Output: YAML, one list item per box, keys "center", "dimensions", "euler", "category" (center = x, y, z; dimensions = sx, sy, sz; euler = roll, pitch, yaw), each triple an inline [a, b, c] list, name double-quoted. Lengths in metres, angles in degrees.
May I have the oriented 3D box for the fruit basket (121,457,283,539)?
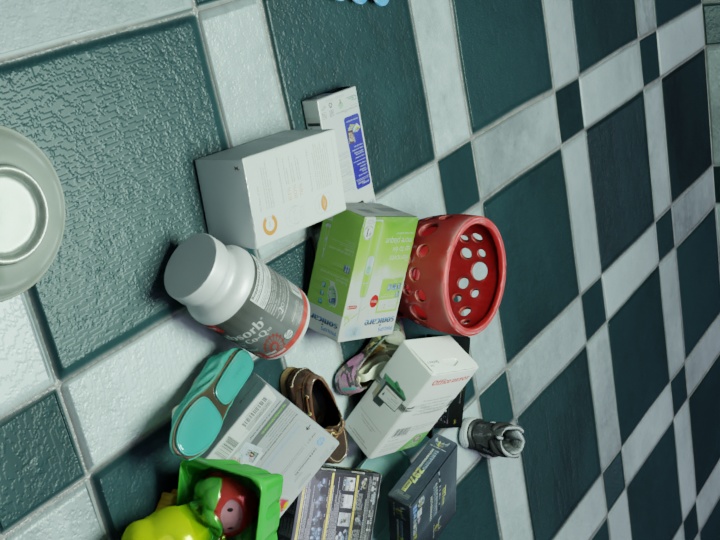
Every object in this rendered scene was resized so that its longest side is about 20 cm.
- center: [-0.205, 0.351, 1.214]
  dimensions: [0.215, 0.154, 0.219]
  euler: [-29, 124, -56]
  category: "fruit basket"

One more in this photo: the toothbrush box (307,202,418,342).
- center: [0.000, 0.000, 1.490]
  dimensions: [0.145, 0.085, 0.203]
  euler: [-3, 111, -52]
  category: "toothbrush box"

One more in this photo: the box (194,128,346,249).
- center: [-0.124, -0.121, 1.342]
  dimensions: [0.199, 0.097, 0.126]
  euler: [-27, 115, -48]
  category: "box"

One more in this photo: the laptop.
- center: [0.168, 0.212, 1.739]
  dimensions: [0.198, 0.102, 0.180]
  euler: [8, 88, -44]
  category: "laptop"

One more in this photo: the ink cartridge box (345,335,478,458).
- center: [0.085, 0.209, 1.571]
  dimensions: [0.145, 0.084, 0.201]
  euler: [-1, 131, -52]
  category: "ink cartridge box"

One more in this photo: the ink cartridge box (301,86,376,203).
- center: [-0.032, -0.184, 1.500]
  dimensions: [0.099, 0.039, 0.203]
  euler: [-29, 115, -46]
  category: "ink cartridge box"

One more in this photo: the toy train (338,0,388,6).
- center: [0.013, -0.490, 1.494]
  dimensions: [0.199, 0.086, 0.116]
  euler: [-12, 94, -48]
  category: "toy train"

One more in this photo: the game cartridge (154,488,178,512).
- center: [-0.246, 0.422, 1.300]
  dimensions: [0.176, 0.032, 0.202]
  euler: [43, 59, -45]
  category: "game cartridge"

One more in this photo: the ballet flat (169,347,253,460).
- center: [-0.214, 0.184, 1.273]
  dimensions: [0.068, 0.070, 0.201]
  euler: [57, 39, -23]
  category: "ballet flat"

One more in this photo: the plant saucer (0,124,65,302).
- center: [-0.403, -0.062, 1.034]
  dimensions: [0.199, 0.050, 0.203]
  euler: [-6, 98, -51]
  category: "plant saucer"

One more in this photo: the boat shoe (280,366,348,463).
- center: [-0.061, 0.237, 1.482]
  dimensions: [0.071, 0.070, 0.201]
  euler: [-54, 133, -34]
  category: "boat shoe"

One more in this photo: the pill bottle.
- center: [-0.168, 0.036, 1.288]
  dimensions: [0.200, 0.115, 0.117]
  euler: [38, 65, -46]
  category: "pill bottle"

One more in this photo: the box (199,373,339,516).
- center: [-0.138, 0.262, 1.366]
  dimensions: [0.156, 0.041, 0.200]
  euler: [-50, 132, -7]
  category: "box"

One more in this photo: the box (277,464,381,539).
- center: [-0.054, 0.415, 1.494]
  dimensions: [0.160, 0.049, 0.203]
  euler: [14, 82, -37]
  category: "box"

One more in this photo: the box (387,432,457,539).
- center: [0.111, 0.408, 1.637]
  dimensions: [0.158, 0.051, 0.202]
  euler: [-44, 145, -39]
  category: "box"

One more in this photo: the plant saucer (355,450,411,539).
- center: [0.025, 0.403, 1.634]
  dimensions: [0.199, 0.036, 0.203]
  euler: [-9, 101, -51]
  category: "plant saucer"

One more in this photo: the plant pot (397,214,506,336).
- center: [0.126, 0.004, 1.603]
  dimensions: [0.199, 0.181, 0.204]
  euler: [-6, 98, -51]
  category: "plant pot"

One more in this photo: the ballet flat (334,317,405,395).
- center: [0.035, 0.147, 1.592]
  dimensions: [0.200, 0.070, 0.070]
  euler: [-41, 121, -42]
  category: "ballet flat"

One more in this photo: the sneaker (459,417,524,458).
- center: [0.290, 0.348, 1.901]
  dimensions: [0.199, 0.113, 0.077]
  euler: [25, 75, -50]
  category: "sneaker"
